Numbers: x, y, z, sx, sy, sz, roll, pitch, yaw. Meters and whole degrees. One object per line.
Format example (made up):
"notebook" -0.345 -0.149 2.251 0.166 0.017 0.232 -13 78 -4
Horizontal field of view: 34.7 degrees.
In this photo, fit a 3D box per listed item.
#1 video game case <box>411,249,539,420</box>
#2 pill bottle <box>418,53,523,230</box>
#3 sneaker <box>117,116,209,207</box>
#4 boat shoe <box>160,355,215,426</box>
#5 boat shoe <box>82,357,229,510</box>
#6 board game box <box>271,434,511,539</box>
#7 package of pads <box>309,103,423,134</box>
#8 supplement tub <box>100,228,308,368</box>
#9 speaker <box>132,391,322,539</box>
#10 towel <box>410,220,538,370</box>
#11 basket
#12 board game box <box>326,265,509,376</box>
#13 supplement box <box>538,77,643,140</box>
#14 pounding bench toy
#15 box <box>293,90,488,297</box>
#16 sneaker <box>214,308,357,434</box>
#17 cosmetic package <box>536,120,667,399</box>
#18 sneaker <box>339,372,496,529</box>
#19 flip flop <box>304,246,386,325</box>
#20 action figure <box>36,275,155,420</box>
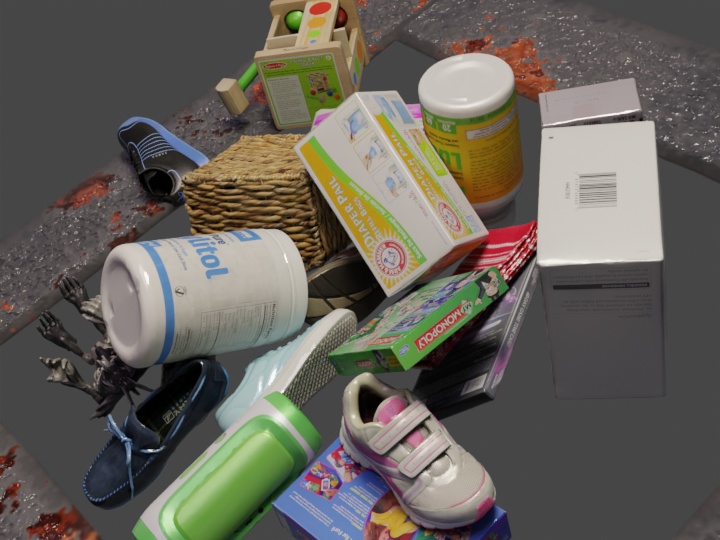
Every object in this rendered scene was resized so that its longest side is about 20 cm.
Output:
"video game case" 0.120 0.071 1.221 0.142 0.019 0.201 -30 25 49
"pill bottle" 0.134 -0.139 1.348 0.109 0.202 0.112 -7 41 7
"sneaker" -0.288 -0.151 1.600 0.198 0.071 0.078 28 53 36
"boat shoe" -0.201 0.088 1.336 0.070 0.067 0.203 -6 46 8
"boat shoe" -0.231 0.165 1.236 0.084 0.069 0.201 35 83 24
"board game box" 0.028 0.242 1.121 0.134 0.045 0.199 -42 48 -23
"package of pads" 0.021 -0.143 1.490 0.196 0.069 0.156 -2 46 17
"supplement tub" -0.171 0.027 1.262 0.197 0.134 0.132 -9 35 -35
"speaker" -0.132 0.217 1.158 0.200 0.089 0.088 -44 48 -14
"towel" 0.108 0.027 1.253 0.200 0.022 0.144 -48 12 -15
"basket" -0.095 -0.078 1.419 0.197 0.145 0.149 1 26 30
"board game box" 0.052 0.054 1.159 0.134 0.029 0.200 -38 7 -18
"supplement box" 0.260 -0.106 1.276 0.107 0.202 0.062 -8 44 10
"pounding bench toy" -0.099 -0.302 1.647 0.196 0.125 0.158 -5 45 14
"box" 0.036 -0.087 1.278 0.101 0.202 0.112 -36 -8 27
"sneaker" -0.086 0.107 1.274 0.081 0.075 0.200 26 59 31
"cosmetic package" 0.251 -0.009 1.184 0.121 0.202 0.201 -2 46 13
"sneaker" 0.044 0.167 1.093 0.081 0.089 0.199 -41 48 -23
"flip flop" 0.000 0.000 1.354 0.199 0.082 0.057 -37 29 -27
"action figure" -0.313 0.092 1.342 0.119 0.102 0.199 -51 48 -3
